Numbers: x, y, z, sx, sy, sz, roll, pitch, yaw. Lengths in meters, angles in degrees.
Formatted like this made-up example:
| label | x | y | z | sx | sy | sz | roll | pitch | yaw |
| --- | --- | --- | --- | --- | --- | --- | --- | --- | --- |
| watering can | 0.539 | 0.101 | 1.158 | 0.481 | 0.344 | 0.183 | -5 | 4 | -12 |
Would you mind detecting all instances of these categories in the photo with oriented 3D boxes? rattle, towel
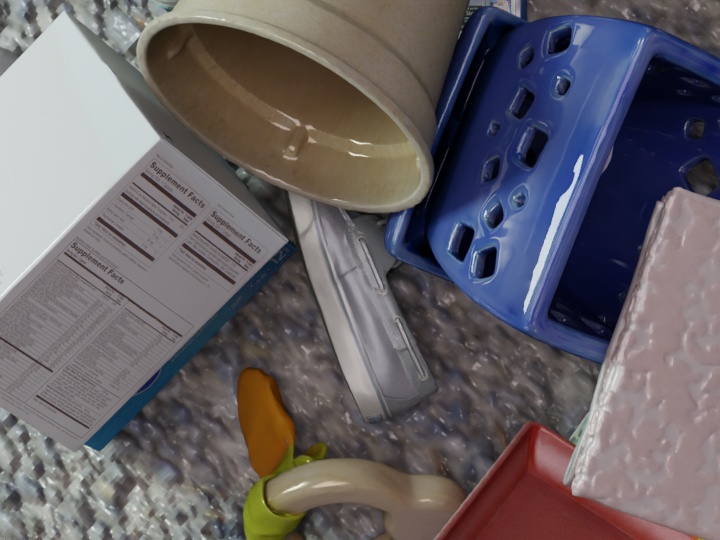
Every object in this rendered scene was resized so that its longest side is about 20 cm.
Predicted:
| label | x | y | z | sx | sy | sz | roll | pitch | yaw |
| --- | --- | --- | --- | --- | --- | --- | --- | --- | --- |
| rattle | 0.020 | 0.140 | 1.597 | 0.198 | 0.143 | 0.131 | -7 | 123 | 1 |
| towel | 0.237 | 0.069 | 1.430 | 0.190 | 0.032 | 0.202 | 18 | 93 | -15 |

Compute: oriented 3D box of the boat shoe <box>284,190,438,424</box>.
| label | x | y | z | sx | sy | sz | roll | pitch | yaw |
| --- | --- | --- | --- | --- | --- | --- | --- | --- | --- |
| boat shoe | 0.000 | 0.000 | 1.601 | 0.071 | 0.070 | 0.202 | -19 | 88 | -3 |

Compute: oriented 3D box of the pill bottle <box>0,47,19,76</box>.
| label | x | y | z | sx | sy | sz | roll | pitch | yaw |
| --- | --- | --- | --- | --- | --- | --- | --- | --- | --- |
| pill bottle | -0.298 | -0.109 | 1.627 | 0.198 | 0.112 | 0.113 | 14 | 90 | 10 |

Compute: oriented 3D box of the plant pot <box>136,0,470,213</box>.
| label | x | y | z | sx | sy | sz | roll | pitch | yaw |
| --- | --- | --- | --- | --- | --- | --- | --- | --- | --- |
| plant pot | -0.010 | -0.168 | 1.462 | 0.199 | 0.201 | 0.184 | 23 | 68 | 10 |

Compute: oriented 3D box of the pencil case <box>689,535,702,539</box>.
| label | x | y | z | sx | sy | sz | roll | pitch | yaw |
| --- | --- | --- | --- | --- | --- | --- | --- | --- | --- |
| pencil case | 0.278 | 0.099 | 1.508 | 0.088 | 0.088 | 0.200 | 37 | 80 | 9 |

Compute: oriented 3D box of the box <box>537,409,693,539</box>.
| label | x | y | z | sx | sy | sz | roll | pitch | yaw |
| --- | --- | --- | --- | --- | --- | --- | --- | --- | --- |
| box | 0.222 | 0.166 | 1.566 | 0.199 | 0.036 | 0.145 | 36 | 93 | 10 |

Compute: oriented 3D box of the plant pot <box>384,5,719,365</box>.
| label | x | y | z | sx | sy | sz | roll | pitch | yaw |
| --- | --- | --- | --- | --- | --- | --- | --- | --- | --- |
| plant pot | 0.143 | -0.053 | 1.499 | 0.179 | 0.199 | 0.201 | 22 | 91 | 47 |

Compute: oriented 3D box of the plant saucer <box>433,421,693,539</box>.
| label | x | y | z | sx | sy | sz | roll | pitch | yaw |
| --- | --- | --- | --- | --- | --- | --- | --- | --- | --- |
| plant saucer | 0.150 | 0.200 | 1.477 | 0.199 | 0.200 | 0.037 | 32 | 121 | 9 |

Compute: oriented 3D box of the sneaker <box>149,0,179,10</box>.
| label | x | y | z | sx | sy | sz | roll | pitch | yaw |
| --- | --- | --- | --- | --- | --- | --- | --- | --- | --- |
| sneaker | -0.063 | -0.229 | 1.564 | 0.199 | 0.086 | 0.078 | -24 | 83 | 9 |

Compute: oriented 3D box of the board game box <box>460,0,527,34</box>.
| label | x | y | z | sx | sy | sz | roll | pitch | yaw |
| --- | --- | --- | --- | --- | --- | --- | --- | --- | --- |
| board game box | 0.016 | -0.254 | 1.617 | 0.198 | 0.043 | 0.201 | 0 | 88 | 10 |

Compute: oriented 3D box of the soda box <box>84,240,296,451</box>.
| label | x | y | z | sx | sy | sz | roll | pitch | yaw |
| --- | --- | --- | --- | --- | --- | --- | --- | --- | --- |
| soda box | -0.142 | 0.027 | 1.610 | 0.200 | 0.068 | 0.064 | -46 | 63 | 4 |

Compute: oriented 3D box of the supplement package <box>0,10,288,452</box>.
| label | x | y | z | sx | sy | sz | roll | pitch | yaw |
| --- | --- | --- | --- | --- | --- | --- | --- | --- | --- |
| supplement package | -0.186 | -0.023 | 1.517 | 0.200 | 0.151 | 0.152 | -44 | 49 | 6 |
